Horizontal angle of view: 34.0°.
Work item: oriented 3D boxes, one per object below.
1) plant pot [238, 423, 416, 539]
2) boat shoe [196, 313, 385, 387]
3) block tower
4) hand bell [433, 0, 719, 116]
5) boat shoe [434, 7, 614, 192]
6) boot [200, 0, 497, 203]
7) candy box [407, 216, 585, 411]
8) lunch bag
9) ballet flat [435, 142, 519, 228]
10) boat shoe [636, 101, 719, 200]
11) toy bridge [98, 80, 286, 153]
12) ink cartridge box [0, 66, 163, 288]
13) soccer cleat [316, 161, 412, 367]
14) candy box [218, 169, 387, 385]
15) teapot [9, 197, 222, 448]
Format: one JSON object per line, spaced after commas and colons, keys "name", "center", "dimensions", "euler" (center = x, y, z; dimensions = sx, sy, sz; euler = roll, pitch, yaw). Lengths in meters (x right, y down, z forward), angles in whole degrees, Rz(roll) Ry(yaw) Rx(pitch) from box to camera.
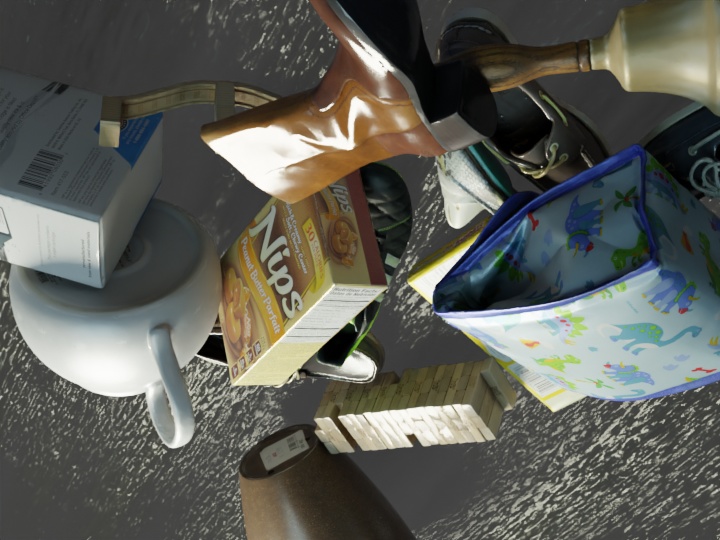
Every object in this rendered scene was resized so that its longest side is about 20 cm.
{"name": "plant pot", "center": [-0.043, 0.268, 1.223], "dimensions": [0.185, 0.187, 0.202], "euler": [-14, 111, 28]}
{"name": "boat shoe", "center": [-0.077, 0.078, 1.116], "dimensions": [0.197, 0.074, 0.075], "euler": [12, 134, 7]}
{"name": "block tower", "center": [0.046, 0.131, 1.121], "dimensions": [0.198, 0.058, 0.054], "euler": [-13, 127, 34]}
{"name": "hand bell", "center": [0.147, -0.146, 0.809], "dimensions": [0.197, 0.105, 0.105], "euler": [-5, 129, 14]}
{"name": "boat shoe", "center": [0.127, -0.107, 0.895], "dimensions": [0.071, 0.060, 0.200], "euler": [-26, 118, 34]}
{"name": "boot", "center": [-0.033, -0.127, 0.812], "dimensions": [0.198, 0.069, 0.188], "euler": [-13, 150, 36]}
{"name": "candy box", "center": [0.145, 0.043, 1.046], "dimensions": [0.200, 0.027, 0.102], "euler": [41, 129, -19]}
{"name": "lunch bag", "center": [0.178, 0.020, 0.883], "dimensions": [0.169, 0.129, 0.199], "euler": [31, 136, -33]}
{"name": "ballet flat", "center": [0.108, -0.048, 0.942], "dimensions": [0.200, 0.073, 0.072], "euler": [41, 130, -20]}
{"name": "boat shoe", "center": [0.266, -0.087, 0.856], "dimensions": [0.074, 0.063, 0.199], "euler": [18, 137, -38]}
{"name": "toy bridge", "center": [-0.108, -0.125, 0.948], "dimensions": [0.197, 0.068, 0.027], "euler": [1, 134, -10]}
{"name": "ink cartridge box", "center": [-0.281, -0.087, 0.986], "dimensions": [0.197, 0.147, 0.087], "euler": [15, 136, 5]}
{"name": "soccer cleat", "center": [0.000, 0.000, 1.015], "dimensions": [0.067, 0.082, 0.202], "euler": [16, 131, 3]}
{"name": "candy box", "center": [-0.057, 0.006, 0.996], "dimensions": [0.055, 0.117, 0.200], "euler": [1, 152, -31]}
{"name": "teapot", "center": [-0.209, 0.041, 1.042], "dimensions": [0.194, 0.201, 0.148], "euler": [10, 129, 10]}
